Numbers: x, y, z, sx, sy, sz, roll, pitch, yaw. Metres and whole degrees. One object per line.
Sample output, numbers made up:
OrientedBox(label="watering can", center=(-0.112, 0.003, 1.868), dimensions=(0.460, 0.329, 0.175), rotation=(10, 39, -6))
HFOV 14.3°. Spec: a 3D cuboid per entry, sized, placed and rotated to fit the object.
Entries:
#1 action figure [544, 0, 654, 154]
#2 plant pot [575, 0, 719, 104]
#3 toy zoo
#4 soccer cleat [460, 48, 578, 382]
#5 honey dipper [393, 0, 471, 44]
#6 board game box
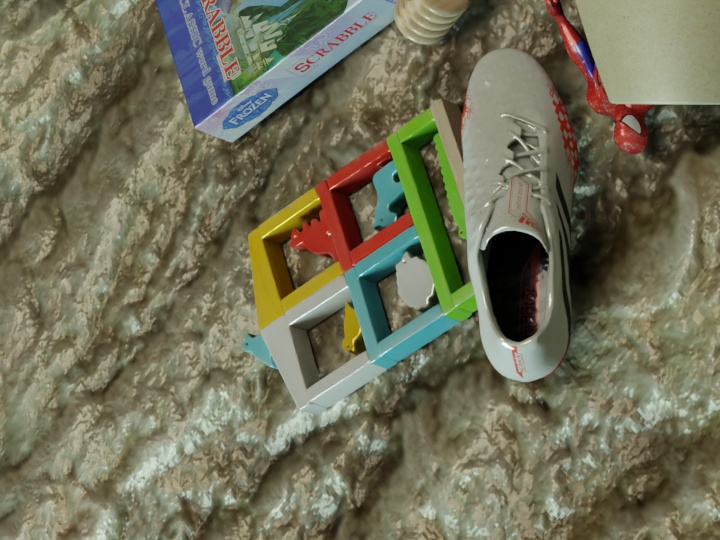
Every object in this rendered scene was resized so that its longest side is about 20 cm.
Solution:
OrientedBox(label="action figure", center=(0.144, -0.161, 1.688), dimensions=(0.065, 0.052, 0.201), rotation=(-22, 67, 31))
OrientedBox(label="plant pot", center=(0.185, -0.192, 1.589), dimensions=(0.187, 0.187, 0.201), rotation=(3, 94, 41))
OrientedBox(label="toy zoo", center=(0.000, 0.000, 1.782), dimensions=(0.200, 0.020, 0.132), rotation=(-33, 59, 29))
OrientedBox(label="soccer cleat", center=(0.091, -0.037, 1.662), dimensions=(0.068, 0.085, 0.201), rotation=(-3, 77, 8))
OrientedBox(label="honey dipper", center=(0.070, -0.190, 1.699), dimensions=(0.200, 0.038, 0.038), rotation=(134, 134, -62))
OrientedBox(label="board game box", center=(-0.052, -0.220, 1.872), dimensions=(0.199, 0.041, 0.201), rotation=(-36, 58, 27))
